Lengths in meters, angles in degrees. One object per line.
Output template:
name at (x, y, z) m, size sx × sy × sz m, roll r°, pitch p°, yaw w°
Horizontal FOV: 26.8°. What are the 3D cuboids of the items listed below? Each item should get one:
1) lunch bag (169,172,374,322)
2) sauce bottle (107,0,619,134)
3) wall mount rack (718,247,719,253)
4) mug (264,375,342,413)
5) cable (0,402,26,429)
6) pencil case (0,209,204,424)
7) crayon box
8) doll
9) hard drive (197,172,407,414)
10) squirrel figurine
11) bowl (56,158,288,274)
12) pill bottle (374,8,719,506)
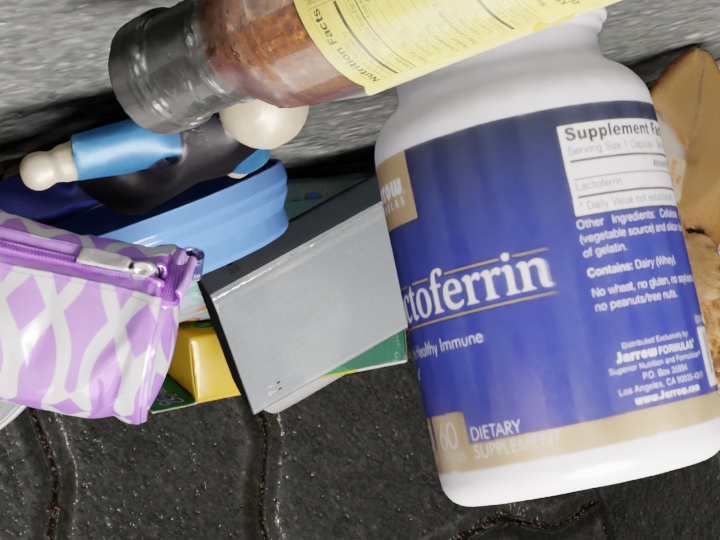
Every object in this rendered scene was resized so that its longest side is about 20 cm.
lunch bag at (-0.071, -0.014, 1.027) m, size 0.199 × 0.078 × 0.160 m, roll -9°, pitch 176°, yaw -39°
sauce bottle at (0.002, -0.086, 0.445) m, size 0.199 × 0.067 × 0.066 m, roll -13°, pitch 176°, yaw 42°
wall mount rack at (0.298, -0.039, 1.128) m, size 0.173 × 0.075 × 0.201 m, roll -22°, pitch -153°, yaw 38°
mug at (-0.048, 0.034, 1.540) m, size 0.152 × 0.188 × 0.150 m, roll -22°, pitch 140°, yaw 17°
cable at (-0.338, 0.081, 1.151) m, size 0.198 × 0.070 × 0.201 m, roll -17°, pitch 151°, yaw -20°
pencil case at (-0.168, 0.007, 0.634) m, size 0.198 × 0.085 × 0.086 m, roll 12°, pitch 148°, yaw -7°
crayon box at (-0.080, 0.049, 1.134) m, size 0.198 × 0.052 × 0.126 m, roll -11°, pitch -165°, yaw -22°
doll at (-0.104, -0.050, 0.687) m, size 0.199 × 0.049 × 0.136 m, roll -15°, pitch 176°, yaw 35°
hard drive at (0.000, 0.000, 0.963) m, size 0.199 × 0.033 × 0.140 m, roll -29°, pitch 146°, yaw -11°
squirrel figurine at (0.136, -0.007, 0.875) m, size 0.140 × 0.201 × 0.187 m, roll -17°, pitch 165°, yaw -20°
bowl at (-0.132, -0.012, 0.831) m, size 0.199 × 0.040 × 0.201 m, roll -17°, pitch -170°, yaw 3°
pill bottle at (0.069, -0.016, 0.601) m, size 0.115 × 0.202 × 0.116 m, roll -12°, pitch 174°, yaw -1°
